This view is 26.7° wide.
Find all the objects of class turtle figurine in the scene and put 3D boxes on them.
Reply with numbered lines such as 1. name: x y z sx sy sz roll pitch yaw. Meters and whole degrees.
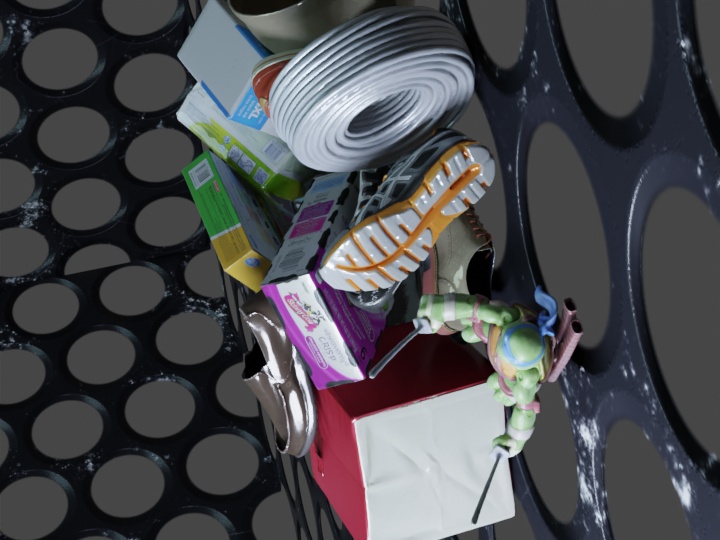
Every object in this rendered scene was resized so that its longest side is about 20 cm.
1. turtle figurine: 0.098 0.089 1.331 0.201 0.143 0.194 -59 -7 3

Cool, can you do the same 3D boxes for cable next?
1. cable: 0.012 -0.166 1.430 0.200 0.198 0.070 98 149 -65

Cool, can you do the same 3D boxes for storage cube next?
1. storage cube: 0.048 0.175 1.626 0.180 0.198 0.173 -137 37 -62

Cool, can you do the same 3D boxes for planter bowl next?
1. planter bowl: -0.022 -0.281 1.584 0.135 0.199 0.201 54 -176 -34

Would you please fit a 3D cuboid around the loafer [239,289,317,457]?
1. loafer: -0.093 0.106 1.590 0.073 0.070 0.202 -137 37 -62

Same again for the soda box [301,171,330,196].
1. soda box: -0.015 -0.035 1.786 0.068 0.063 0.201 39 155 31

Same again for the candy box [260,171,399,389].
1. candy box: -0.022 0.004 1.561 0.137 0.060 0.201 62 -152 -28

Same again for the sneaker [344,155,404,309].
1. sneaker: 0.034 -0.039 1.549 0.116 0.075 0.202 59 -142 -62

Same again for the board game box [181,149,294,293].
1. board game box: -0.106 -0.029 1.699 0.200 0.040 0.154 38 -159 -52

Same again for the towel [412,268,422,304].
1. towel: 0.048 -0.043 1.819 0.133 0.034 0.202 105 151 -69

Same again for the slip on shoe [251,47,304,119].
1. slip on shoe: -0.012 -0.196 1.505 0.074 0.198 0.062 61 -163 -57

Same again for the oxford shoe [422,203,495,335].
1. oxford shoe: 0.104 -0.040 1.502 0.074 0.070 0.203 -7 87 43

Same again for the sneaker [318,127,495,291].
1. sneaker: 0.039 -0.058 1.456 0.078 0.199 0.077 49 -177 -39

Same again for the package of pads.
1. package of pads: -0.113 -0.148 1.771 0.154 0.068 0.200 40 -173 18

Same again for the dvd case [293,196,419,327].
1. dvd case: 0.000 0.000 1.693 0.022 0.145 0.203 11 114 50

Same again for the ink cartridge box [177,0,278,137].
1. ink cartridge box: -0.082 -0.208 1.691 0.085 0.199 0.146 -56 45 16

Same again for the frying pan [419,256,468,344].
1. frying pan: 0.079 0.007 1.631 0.190 0.031 0.116 43 148 54
